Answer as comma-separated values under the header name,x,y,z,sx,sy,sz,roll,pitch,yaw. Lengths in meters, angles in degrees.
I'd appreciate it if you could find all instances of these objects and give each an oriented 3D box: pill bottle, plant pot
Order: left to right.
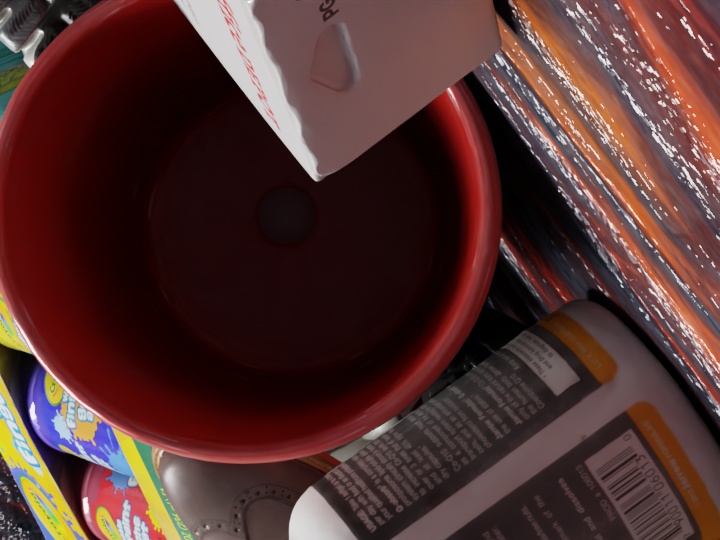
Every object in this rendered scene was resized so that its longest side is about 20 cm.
name,x,y,z,sx,sy,sz,roll,pitch,yaw
plant pot,-0.038,-0.022,1.171,0.200,0.200,0.177,54,-176,4
pill bottle,0.044,0.111,1.142,0.116,0.200,0.116,54,174,8

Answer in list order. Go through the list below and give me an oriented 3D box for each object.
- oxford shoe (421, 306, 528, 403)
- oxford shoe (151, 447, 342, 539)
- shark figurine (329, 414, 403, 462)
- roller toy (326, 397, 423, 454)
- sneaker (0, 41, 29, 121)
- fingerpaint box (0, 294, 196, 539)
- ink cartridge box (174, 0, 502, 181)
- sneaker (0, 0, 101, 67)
name,x,y,z,sx,sy,sz,roll,pitch,yaw
oxford shoe,0.095,0.102,1.326,0.200,0.073,0.084,54,-179,22
oxford shoe,-0.015,0.140,1.212,0.200,0.071,0.073,44,-153,-21
shark figurine,-0.011,0.126,1.301,0.128,0.090,0.214,38,147,-2
roller toy,-0.017,0.088,1.553,0.140,0.182,0.200,58,-178,-37
sneaker,-0.165,-0.070,1.314,0.080,0.078,0.200,5,-146,-33
fingerpaint box,-0.119,0.065,1.385,0.167,0.073,0.200,17,138,47
ink cartridge box,-0.047,-0.149,0.943,0.200,0.084,0.145,52,174,24
sneaker,-0.163,-0.147,1.270,0.200,0.075,0.115,45,-174,-7
